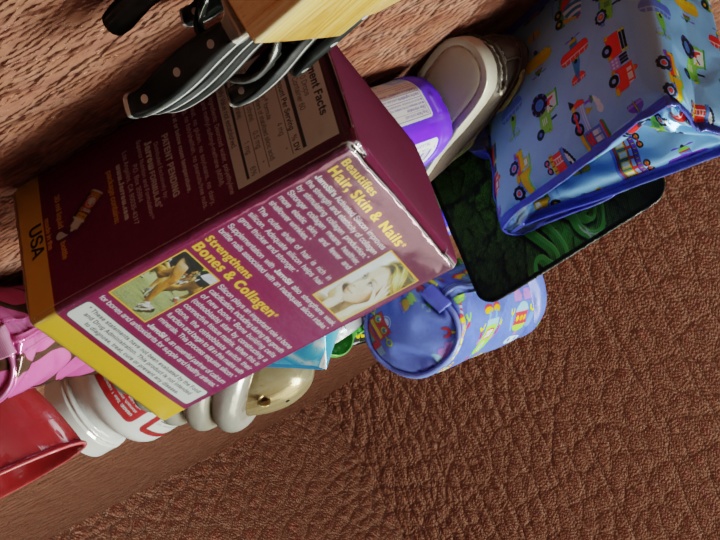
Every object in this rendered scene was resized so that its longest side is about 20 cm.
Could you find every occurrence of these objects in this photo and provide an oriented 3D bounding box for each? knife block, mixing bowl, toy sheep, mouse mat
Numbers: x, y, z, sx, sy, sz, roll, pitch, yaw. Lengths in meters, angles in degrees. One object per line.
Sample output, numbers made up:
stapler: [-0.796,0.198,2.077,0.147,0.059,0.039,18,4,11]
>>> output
knife block: [-0.027,-0.136,0.625,0.175,0.064,0.200,-30,173,-12]
mixing bowl: [-0.304,0.120,1.076,0.200,0.109,0.200,-26,174,-3]
toy sheep: [-0.130,0.055,1.184,0.138,0.200,0.138,19,90,-75]
mouse mat: [0.126,-0.089,1.156,0.161,0.200,0.008,-33,144,16]

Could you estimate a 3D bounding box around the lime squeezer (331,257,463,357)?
lime squeezer: [-0.004,0.041,1.309,0.200,0.038,0.071,-29,161,-3]

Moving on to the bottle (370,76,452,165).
bottle: [-0.025,-0.078,1.040,0.200,0.065,0.083,-24,174,-43]

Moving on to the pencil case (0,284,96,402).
pencil case: [-0.205,0.039,1.038,0.094,0.091,0.200,-3,-172,30]

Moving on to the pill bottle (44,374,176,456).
pill bottle: [-0.172,0.078,1.338,0.200,0.112,0.112,-32,173,16]

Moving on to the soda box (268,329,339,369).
soda box: [-0.040,-0.005,1.057,0.064,0.068,0.200,2,-157,6]

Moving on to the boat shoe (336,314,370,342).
boat shoe: [0.000,0.000,1.215,0.073,0.067,0.200,-25,-175,22]

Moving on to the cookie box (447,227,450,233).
cookie box: [0.005,-0.041,1.381,0.171,0.075,0.200,-32,172,19]

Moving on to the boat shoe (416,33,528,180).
boat shoe: [0.052,-0.108,1.146,0.059,0.072,0.200,-20,162,-41]

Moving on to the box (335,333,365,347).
box: [-0.080,0.068,1.457,0.200,0.049,0.160,-17,175,26]

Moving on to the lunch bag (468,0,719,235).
lunch bag: [0.154,-0.125,1.099,0.094,0.151,0.200,20,144,-41]

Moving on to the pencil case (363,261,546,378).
pencil case: [0.082,0.028,1.202,0.087,0.078,0.200,-57,161,24]

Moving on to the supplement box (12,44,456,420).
supplement box: [-0.070,-0.024,0.842,0.200,0.103,0.131,-27,140,13]
